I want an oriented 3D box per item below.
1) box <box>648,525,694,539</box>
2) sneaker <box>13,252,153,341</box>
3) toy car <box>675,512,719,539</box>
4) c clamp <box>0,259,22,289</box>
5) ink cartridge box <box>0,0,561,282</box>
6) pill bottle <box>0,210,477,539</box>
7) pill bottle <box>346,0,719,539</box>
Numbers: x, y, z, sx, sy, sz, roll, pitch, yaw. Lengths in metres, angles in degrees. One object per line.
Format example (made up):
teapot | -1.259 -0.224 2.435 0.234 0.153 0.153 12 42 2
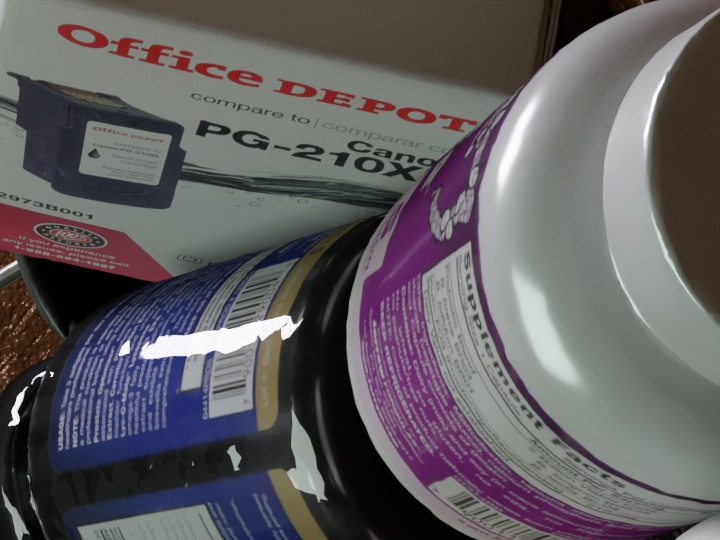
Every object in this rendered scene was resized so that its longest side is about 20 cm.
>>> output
box | 0.101 0.131 0.822 0.200 0.050 0.158 -123 14 -48
sneaker | -0.081 0.015 0.965 0.200 0.070 0.090 67 -164 -48
toy car | 0.094 0.130 0.627 0.175 0.200 0.150 42 -159 -21
c clamp | -0.074 -0.079 1.072 0.027 0.170 0.200 53 -150 -28
ink cartridge box | -0.033 -0.062 0.795 0.200 0.144 0.085 120 160 -68
pill bottle | -0.029 0.051 0.814 0.200 0.112 0.112 -15 99 51
pill bottle | 0.071 0.001 0.628 0.113 0.112 0.200 66 162 5
